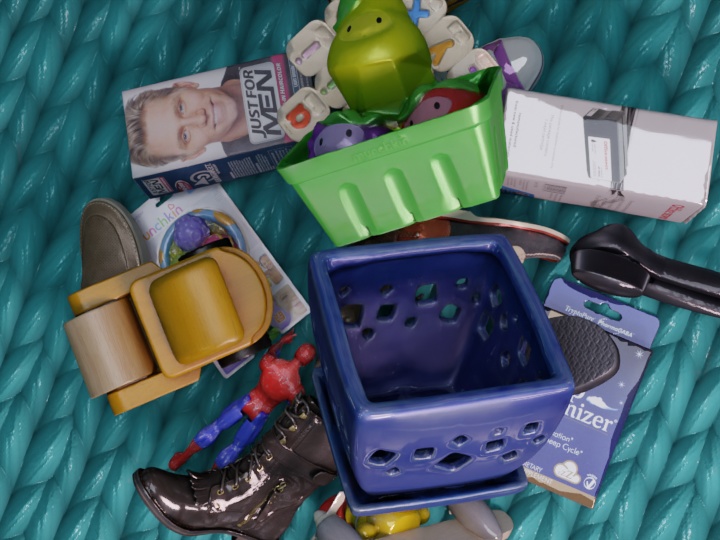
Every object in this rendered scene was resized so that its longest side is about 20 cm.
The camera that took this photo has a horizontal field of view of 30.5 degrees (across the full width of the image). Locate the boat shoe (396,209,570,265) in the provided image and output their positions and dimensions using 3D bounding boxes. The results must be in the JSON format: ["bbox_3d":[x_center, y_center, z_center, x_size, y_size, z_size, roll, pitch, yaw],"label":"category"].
[{"bbox_3d":[0.119,-0.022,1.283,0.198,0.071,0.064,7,88,-33],"label":"boat shoe"}]

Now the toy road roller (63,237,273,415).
[{"bbox_3d":[-0.179,0.048,1.251,0.198,0.146,0.124,-23,89,-8],"label":"toy road roller"}]

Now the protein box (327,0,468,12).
[{"bbox_3d":[0.033,-0.356,1.314,0.197,0.135,0.202,-28,84,4],"label":"protein box"}]

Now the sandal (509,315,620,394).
[{"bbox_3d":[0.166,0.095,1.289,0.198,0.043,0.077,-17,62,37],"label":"sandal"}]

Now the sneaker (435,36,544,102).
[{"bbox_3d":[0.094,-0.178,1.309,0.199,0.114,0.073,-28,82,2],"label":"sneaker"}]

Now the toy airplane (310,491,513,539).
[{"bbox_3d":[0.046,0.253,1.242,0.196,0.200,0.143,5,99,5],"label":"toy airplane"}]

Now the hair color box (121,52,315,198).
[{"bbox_3d":[-0.137,-0.149,1.348,0.197,0.061,0.101,-13,71,5],"label":"hair color box"}]

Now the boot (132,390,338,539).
[{"bbox_3d":[-0.102,0.183,1.281,0.175,0.199,0.069,-50,39,16],"label":"boot"}]

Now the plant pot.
[{"bbox_3d":[0.057,0.102,1.186,0.197,0.181,0.201,-6,45,-14],"label":"plant pot"}]

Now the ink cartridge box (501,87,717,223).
[{"bbox_3d":[0.230,-0.108,1.274,0.197,0.145,0.085,10,87,6],"label":"ink cartridge box"}]

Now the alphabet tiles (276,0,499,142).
[{"bbox_3d":[0.026,-0.166,1.249,0.195,0.015,0.200,-41,97,12],"label":"alphabet tiles"}]

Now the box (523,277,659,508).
[{"bbox_3d":[0.211,0.119,1.319,0.120,0.032,0.202,21,88,7],"label":"box"}]

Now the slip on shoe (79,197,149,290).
[{"bbox_3d":[-0.258,0.025,1.350,0.075,0.060,0.203,-7,89,29],"label":"slip on shoe"}]

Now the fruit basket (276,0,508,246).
[{"bbox_3d":[0.025,-0.150,1.172,0.212,0.156,0.219,4,112,11],"label":"fruit basket"}]

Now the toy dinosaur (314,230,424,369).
[{"bbox_3d":[0.000,0.000,1.324,0.135,0.086,0.201,40,95,7],"label":"toy dinosaur"}]

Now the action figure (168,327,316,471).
[{"bbox_3d":[-0.103,0.136,1.340,0.065,0.099,0.200,45,114,4],"label":"action figure"}]

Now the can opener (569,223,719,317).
[{"bbox_3d":[0.300,0.011,1.305,0.197,0.064,0.079,17,61,-3],"label":"can opener"}]

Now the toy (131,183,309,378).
[{"bbox_3d":[-0.154,-0.004,1.356,0.115,0.047,0.201,-37,84,1],"label":"toy"}]
